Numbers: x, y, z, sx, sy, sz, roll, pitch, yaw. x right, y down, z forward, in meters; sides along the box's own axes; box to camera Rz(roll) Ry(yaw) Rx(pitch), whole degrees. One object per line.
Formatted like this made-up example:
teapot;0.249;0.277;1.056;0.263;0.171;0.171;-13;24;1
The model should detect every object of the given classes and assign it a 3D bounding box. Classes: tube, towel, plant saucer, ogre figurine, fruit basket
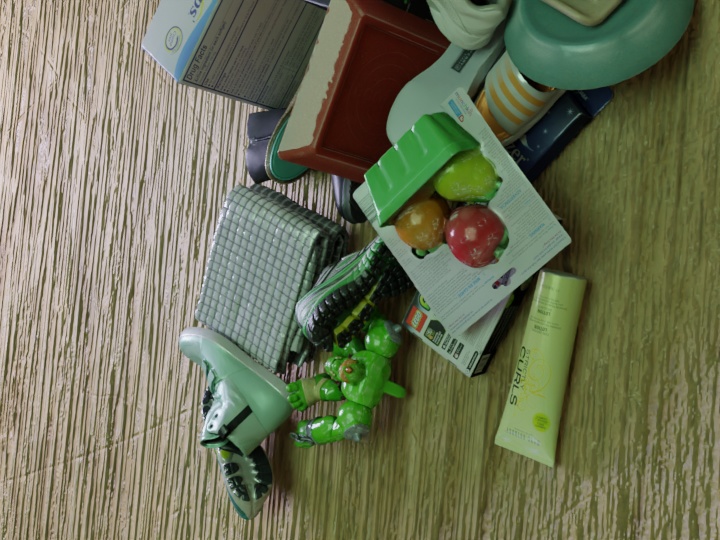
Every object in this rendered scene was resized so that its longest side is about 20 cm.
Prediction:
tube;0.194;0.101;1.204;0.058;0.051;0.202;-125;46;-78
towel;-0.109;0.009;1.443;0.165;0.085;0.202;28;113;31
plant saucer;0.238;-0.275;1.164;0.198;0.036;0.202;-13;55;19
ogre figurine;-0.010;0.120;1.348;0.119;0.098;0.201;10;58;52
plant saucer;0.022;-0.195;1.288;0.037;0.198;0.202;30;103;46
fruit basket;0.105;-0.059;1.206;0.201;0.094;0.185;52;123;8

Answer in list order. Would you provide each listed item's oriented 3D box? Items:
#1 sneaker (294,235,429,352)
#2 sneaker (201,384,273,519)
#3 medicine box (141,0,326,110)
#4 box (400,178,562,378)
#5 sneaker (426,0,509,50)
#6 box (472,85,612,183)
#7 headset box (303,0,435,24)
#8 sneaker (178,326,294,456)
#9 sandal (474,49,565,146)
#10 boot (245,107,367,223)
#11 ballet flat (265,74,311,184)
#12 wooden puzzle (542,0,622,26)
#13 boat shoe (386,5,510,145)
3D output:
sneaker;0.000;0.000;1.325;0.200;0.078;0.085;-41;37;-11
sneaker;-0.163;0.227;1.471;0.080;0.077;0.202;101;159;-51
medicine box;-0.146;-0.318;1.450;0.103;0.199;0.183;42;111;35
box;0.131;0.004;1.254;0.110;0.035;0.201;37;115;29
sneaker;0.083;-0.328;1.191;0.078;0.199;0.099;-55;10;-25
box;0.175;-0.163;1.266;0.200;0.032;0.122;-48;57;24
headset box;0.036;-0.367;1.319;0.092;0.173;0.202;27;103;38
sneaker;-0.185;0.154;1.433;0.199;0.074;0.118;29;66;32
sandal;0.185;-0.216;1.206;0.206;0.059;0.080;-41;59;24
boot;-0.067;-0.133;1.441;0.198;0.065;0.167;-2;71;35
ballet flat;-0.058;-0.194;1.389;0.201;0.070;0.065;-59;19;-6
wooden puzzle;0.236;-0.359;1.168;0.200;0.046;0.185;-43;51;-6
boat shoe;0.107;-0.211;1.282;0.071;0.070;0.201;36;89;23
